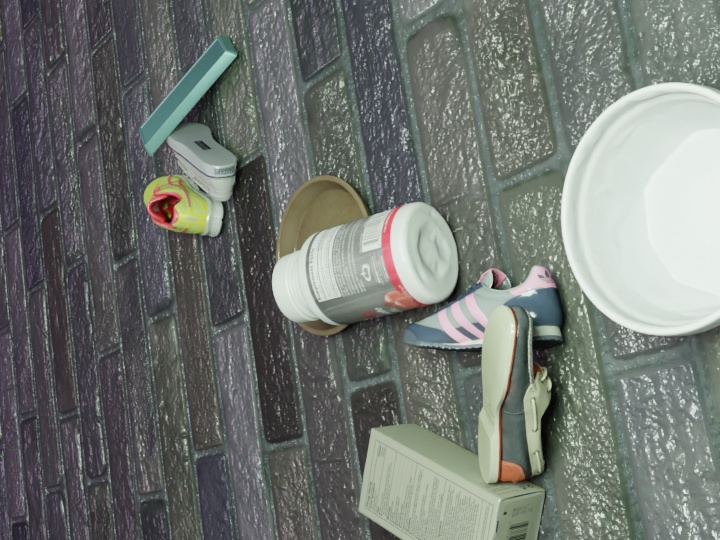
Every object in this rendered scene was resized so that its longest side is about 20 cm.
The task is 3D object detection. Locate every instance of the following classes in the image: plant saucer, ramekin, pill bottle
[{"bbox_3d":[-0.040,-0.019,1.273,0.199,0.029,0.202,-1,88,51],"label":"plant saucer"},{"bbox_3d":[-0.256,-0.258,1.482,0.200,0.019,0.070,-46,38,13],"label":"plant saucer"},{"bbox_3d":[0.274,-0.047,0.831,0.200,0.105,0.202,-1,89,51],"label":"ramekin"},{"bbox_3d":[0.000,0.000,1.130,0.199,0.110,0.112,-15,78,36],"label":"pill bottle"}]

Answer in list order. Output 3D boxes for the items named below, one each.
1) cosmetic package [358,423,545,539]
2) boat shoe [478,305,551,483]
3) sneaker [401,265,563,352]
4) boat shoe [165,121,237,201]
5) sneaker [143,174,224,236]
[{"bbox_3d":[0.092,0.245,1.074,0.200,0.073,0.104,22,107,49],"label":"cosmetic package"},{"bbox_3d":[0.151,0.119,0.968,0.071,0.062,0.201,-104,12,-61],"label":"boat shoe"},{"bbox_3d":[0.124,0.042,1.048,0.199,0.070,0.083,-8,78,44],"label":"sneaker"},{"bbox_3d":[-0.234,-0.161,1.486,0.200,0.072,0.066,38,132,46],"label":"boat shoe"},{"bbox_3d":[-0.288,-0.102,1.530,0.200,0.090,0.079,19,106,51],"label":"sneaker"}]
